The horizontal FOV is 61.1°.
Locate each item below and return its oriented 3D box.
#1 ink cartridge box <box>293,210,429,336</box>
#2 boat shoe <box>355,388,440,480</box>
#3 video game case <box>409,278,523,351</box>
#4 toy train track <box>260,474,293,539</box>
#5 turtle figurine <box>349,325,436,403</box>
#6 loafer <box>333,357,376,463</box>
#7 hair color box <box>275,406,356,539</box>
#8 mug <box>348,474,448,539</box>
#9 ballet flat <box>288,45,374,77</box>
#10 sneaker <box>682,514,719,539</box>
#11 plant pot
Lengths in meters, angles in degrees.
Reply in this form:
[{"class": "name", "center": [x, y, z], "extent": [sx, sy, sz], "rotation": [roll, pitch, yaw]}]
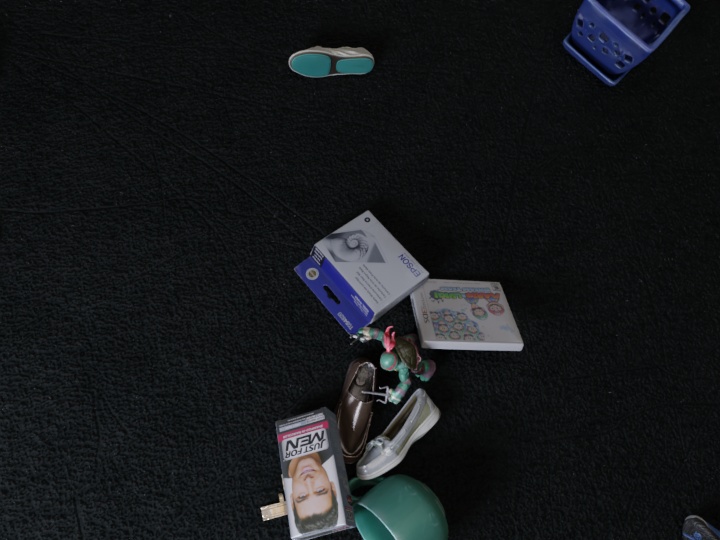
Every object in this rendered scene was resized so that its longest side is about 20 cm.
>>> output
[{"class": "ink cartridge box", "center": [0.000, 0.000, 1.223], "extent": [0.200, 0.041, 0.200], "rotation": [-36, 69, -19]}, {"class": "boat shoe", "center": [0.063, 0.304, 1.127], "extent": [0.202, 0.074, 0.065], "rotation": [-37, 98, -22]}, {"class": "video game case", "center": [0.204, 0.084, 1.212], "extent": [0.199, 0.024, 0.182], "rotation": [3, 40, -9]}, {"class": "toy train track", "center": [-0.108, 0.459, 1.074], "extent": [0.114, 0.033, 0.201], "rotation": [-11, 75, -13]}, {"class": "turtle figurine", "center": [0.066, 0.166, 1.120], "extent": [0.100, 0.200, 0.150], "rotation": [-22, 77, 28]}, {"class": "loafer", "center": [-0.012, 0.255, 1.138], "extent": [0.073, 0.071, 0.201], "rotation": [11, 70, -5]}, {"class": "hair color box", "center": [-0.080, 0.352, 1.062], "extent": [0.099, 0.061, 0.201], "rotation": [-18, 60, 8]}, {"class": "mug", "center": [0.067, 0.419, 1.054], "extent": [0.114, 0.152, 0.185], "rotation": [-29, 75, -29]}, {"class": "ballet flat", "center": [-0.068, -0.481, 1.388], "extent": [0.199, 0.069, 0.070], "rotation": [-5, 72, -16]}, {"class": "sneaker", "center": [0.704, 0.547, 1.171], "extent": [0.200, 0.076, 0.077], "rotation": [47, 49, 7]}, {"class": "plant pot", "center": [0.624, -0.585, 1.471], "extent": [0.200, 0.180, 0.200], "rotation": [43, 70, 7]}]
